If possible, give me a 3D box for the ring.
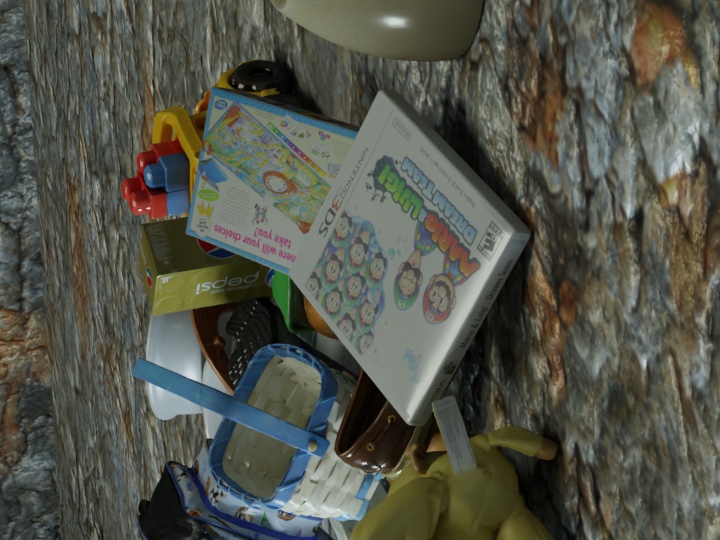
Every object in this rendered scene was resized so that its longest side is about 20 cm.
[{"bbox_3d":[-0.094,0.090,1.947,0.019,0.200,0.201,-39,50,21],"label":"ring"}]

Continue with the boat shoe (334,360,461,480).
[{"bbox_3d":[0.034,0.071,1.557,0.072,0.067,0.201,32,107,58],"label":"boat shoe"}]

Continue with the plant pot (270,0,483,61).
[{"bbox_3d":[-0.003,-0.252,1.475,0.200,0.134,0.201,170,90,-72],"label":"plant pot"}]

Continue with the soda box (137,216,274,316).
[{"bbox_3d":[-0.107,-0.016,1.829,0.068,0.199,0.064,105,151,-53],"label":"soda box"}]

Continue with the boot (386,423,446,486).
[{"bbox_3d":[0.076,0.229,1.626,0.144,0.071,0.202,54,142,30],"label":"boot"}]

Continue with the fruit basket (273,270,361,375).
[{"bbox_3d":[0.000,0.000,1.694,0.200,0.093,0.186,25,120,50],"label":"fruit basket"}]

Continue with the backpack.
[{"bbox_3d":[-0.110,0.266,1.921,0.154,0.190,0.200,-55,21,10],"label":"backpack"}]

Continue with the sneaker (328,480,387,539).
[{"bbox_3d":[-0.011,0.215,1.876,0.081,0.076,0.201,88,165,-56],"label":"sneaker"}]

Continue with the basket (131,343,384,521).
[{"bbox_3d":[-0.084,0.128,1.659,0.176,0.199,0.140,19,88,58],"label":"basket"}]

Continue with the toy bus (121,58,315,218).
[{"bbox_3d":[-0.147,-0.112,1.929,0.200,0.191,0.136,-121,25,-53],"label":"toy bus"}]

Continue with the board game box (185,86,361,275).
[{"bbox_3d":[-0.064,-0.071,1.652,0.200,0.034,0.135,22,104,43],"label":"board game box"}]

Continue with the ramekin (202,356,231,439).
[{"bbox_3d":[-0.100,0.183,2.095,0.200,0.097,0.201,171,90,-73],"label":"ramekin"}]

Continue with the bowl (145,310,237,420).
[{"bbox_3d":[-0.170,0.078,2.214,0.201,0.090,0.202,9,-90,-78],"label":"bowl"}]

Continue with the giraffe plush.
[{"bbox_3d":[0.065,0.195,1.487,0.162,0.172,0.201,161,108,-81],"label":"giraffe plush"}]

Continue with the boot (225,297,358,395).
[{"bbox_3d":[-0.055,0.089,1.839,0.070,0.131,0.200,-52,15,14],"label":"boot"}]

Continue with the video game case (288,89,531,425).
[{"bbox_3d":[0.032,-0.012,1.502,0.200,0.024,0.182,50,122,40],"label":"video game case"}]
